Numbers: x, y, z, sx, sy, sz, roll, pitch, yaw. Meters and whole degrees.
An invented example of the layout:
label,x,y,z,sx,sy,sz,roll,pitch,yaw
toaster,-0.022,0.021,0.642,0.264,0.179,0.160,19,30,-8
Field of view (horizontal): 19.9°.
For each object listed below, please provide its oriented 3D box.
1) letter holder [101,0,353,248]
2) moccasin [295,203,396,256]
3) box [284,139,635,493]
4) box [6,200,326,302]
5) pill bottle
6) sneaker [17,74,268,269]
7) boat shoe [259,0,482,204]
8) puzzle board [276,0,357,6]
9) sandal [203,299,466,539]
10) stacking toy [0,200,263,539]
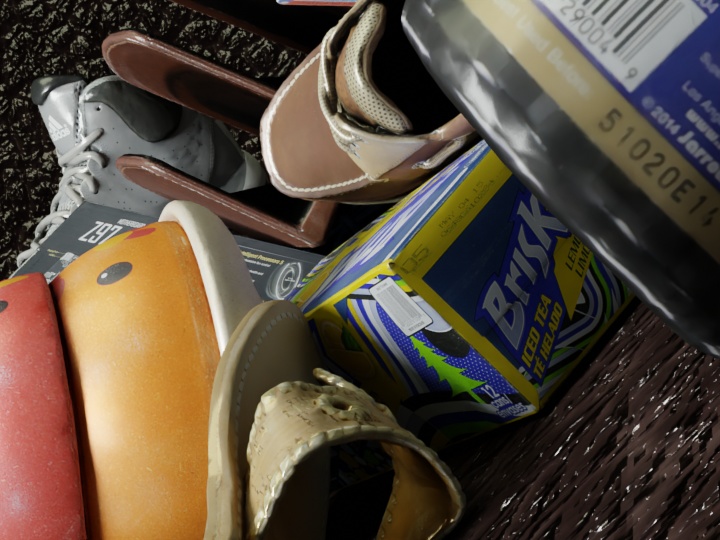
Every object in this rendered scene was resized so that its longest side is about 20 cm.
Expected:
label,x,y,z,sx,sy,sz,roll,pitch,yaw
letter holder,-0.073,-0.082,0.896,0.200,0.142,0.101,-175,107,-82
moccasin,0.000,0.000,0.929,0.081,0.068,0.200,-56,8,-25
box,0.018,0.018,0.680,0.070,0.064,0.200,-48,6,-22
box,-0.096,0.051,0.868,0.200,0.044,0.160,12,50,41
pill bottle,0.113,-0.086,0.432,0.200,0.112,0.112,-45,5,11
sneaker,-0.146,-0.032,1.006,0.200,0.116,0.075,-41,21,-29
boat shoe,0.018,-0.068,0.660,0.072,0.076,0.200,-11,-11,-37
puzzle board,0.082,-0.110,0.720,0.151,0.200,0.017,147,122,-74
sandal,-0.006,0.073,0.553,0.070,0.078,0.212,-11,25,18
stacking toy,-0.129,0.059,0.667,0.200,0.146,0.146,-8,-6,-15
